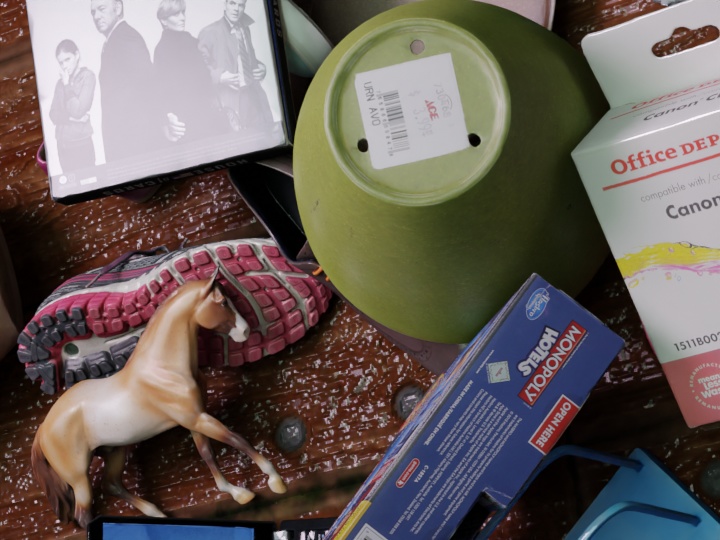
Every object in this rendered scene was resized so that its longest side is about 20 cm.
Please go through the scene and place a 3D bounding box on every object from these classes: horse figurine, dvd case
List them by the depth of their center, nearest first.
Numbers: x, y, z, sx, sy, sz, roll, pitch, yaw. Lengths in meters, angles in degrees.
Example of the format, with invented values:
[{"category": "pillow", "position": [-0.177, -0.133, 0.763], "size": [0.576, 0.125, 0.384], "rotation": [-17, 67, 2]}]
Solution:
[{"category": "dvd case", "position": [-0.120, -0.150, 1.532], "size": [0.150, 0.025, 0.201], "rotation": [-12, 78, 17]}, {"category": "horse figurine", "position": [-0.130, 0.098, 1.582], "size": [0.199, 0.050, 0.133], "rotation": [-27, 101, 30]}]

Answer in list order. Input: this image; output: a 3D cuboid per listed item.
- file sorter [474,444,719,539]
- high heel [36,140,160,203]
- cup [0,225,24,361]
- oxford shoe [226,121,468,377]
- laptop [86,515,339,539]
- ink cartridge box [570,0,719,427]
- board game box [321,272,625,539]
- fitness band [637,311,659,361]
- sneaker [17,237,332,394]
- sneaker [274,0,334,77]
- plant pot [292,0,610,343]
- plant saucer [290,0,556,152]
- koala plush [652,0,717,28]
[{"category": "file sorter", "position": [0.149, 0.202, 1.380], "size": [0.200, 0.123, 0.139], "rotation": [44, 103, 30]}, {"category": "high heel", "position": [-0.120, -0.132, 1.620], "size": [0.067, 0.096, 0.200], "rotation": [44, 104, 30]}, {"category": "cup", "position": [-0.292, 0.012, 1.659], "size": [0.142, 0.200, 0.201], "rotation": [-16, 71, 1]}, {"category": "oxford shoe", "position": [0.000, 0.000, 1.521], "size": [0.200, 0.072, 0.071], "rotation": [44, 124, 18]}, {"category": "laptop", "position": [-0.046, 0.224, 1.505], "size": [0.199, 0.103, 0.178], "rotation": [-6, 78, 30]}, {"category": "ink cartridge box", "position": [0.185, -0.033, 1.337], "size": [0.116, 0.067, 0.201], "rotation": [-17, 105, 31]}, {"category": "board game box", "position": [0.043, 0.108, 1.404], "size": [0.062, 0.200, 0.200], "rotation": [37, 82, 1]}, {"category": "fitness band", "position": [0.209, -0.018, 1.435], "size": [0.143, 0.037, 0.201], "rotation": [-26, 68, 25]}, {"category": "sneaker", "position": [-0.111, 0.013, 1.604], "size": [0.199, 0.075, 0.081], "rotation": [-12, 118, 18]}, {"category": "sneaker", "position": [-0.104, -0.151, 1.577], "size": [0.200, 0.074, 0.082], "rotation": [33, 88, 25]}, {"category": "plant pot", "position": [0.041, -0.063, 1.379], "size": [0.186, 0.200, 0.188], "rotation": [-1, 84, 9]}, {"category": "plant saucer", "position": [0.032, -0.149, 1.568], "size": [0.199, 0.034, 0.201], "rotation": [-6, 77, 29]}, {"category": "koala plush", "position": [0.236, -0.182, 1.375], "size": [0.199, 0.177, 0.185], "rotation": [-16, 91, 24]}]
